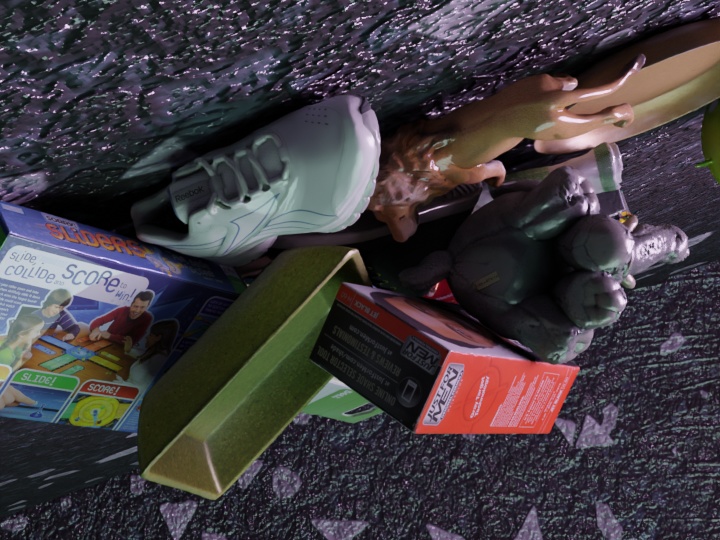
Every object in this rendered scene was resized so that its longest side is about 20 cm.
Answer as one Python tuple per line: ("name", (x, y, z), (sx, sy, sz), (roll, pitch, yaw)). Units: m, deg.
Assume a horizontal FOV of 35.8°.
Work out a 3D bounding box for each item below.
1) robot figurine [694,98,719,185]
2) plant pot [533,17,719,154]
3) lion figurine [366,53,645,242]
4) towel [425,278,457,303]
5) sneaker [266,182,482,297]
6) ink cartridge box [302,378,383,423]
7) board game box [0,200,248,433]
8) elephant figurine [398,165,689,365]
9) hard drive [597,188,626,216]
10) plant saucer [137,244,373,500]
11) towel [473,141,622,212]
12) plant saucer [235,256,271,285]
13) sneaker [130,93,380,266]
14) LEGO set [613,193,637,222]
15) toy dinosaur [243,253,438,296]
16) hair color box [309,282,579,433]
("robot figurine", (0.391, -0.130, 0.976), (0.198, 0.117, 0.175), (-23, 174, 21))
("plant pot", (0.222, -0.142, 0.852), (0.197, 0.028, 0.200), (-18, 169, -4))
("lion figurine", (0.089, -0.094, 0.756), (0.199, 0.073, 0.122), (-34, 165, 35))
("towel", (0.078, 0.060, 0.983), (0.143, 0.023, 0.200), (-21, -155, -7))
("sneaker", (0.002, -0.015, 0.851), (0.198, 0.075, 0.107), (-12, 134, -31))
("ink cartridge box", (-0.060, 0.101, 1.150), (0.198, 0.060, 0.103), (18, 151, -31))
("board game box", (-0.181, 0.039, 0.728), (0.199, 0.035, 0.136), (19, 115, -49))
("elephant figurine", (0.150, -0.008, 0.849), (0.142, 0.155, 0.200), (-51, 172, 17))
("hard drive", (0.151, -0.045, 1.103), (0.197, 0.038, 0.140), (-20, -173, 1))
("plant saucer", (-0.074, 0.069, 0.804), (0.200, 0.048, 0.200), (-46, 164, -7))
("towel", (0.126, -0.073, 0.968), (0.197, 0.031, 0.149), (-11, 174, 12))
("plant saucer", (-0.126, 0.026, 1.093), (0.197, 0.030, 0.200), (-19, 171, -3))
("sneaker", (-0.066, -0.049, 0.690), (0.086, 0.076, 0.199), (-2, 160, -45))
("LEGO set", (0.254, -0.006, 1.371), (0.152, 0.117, 0.200), (-13, 168, -32))
("toy dinosaur", (0.000, 0.000, 0.962), (0.180, 0.105, 0.201), (-32, 158, -22))
("hair color box", (0.066, 0.066, 0.792), (0.199, 0.101, 0.062), (11, 107, -55))
